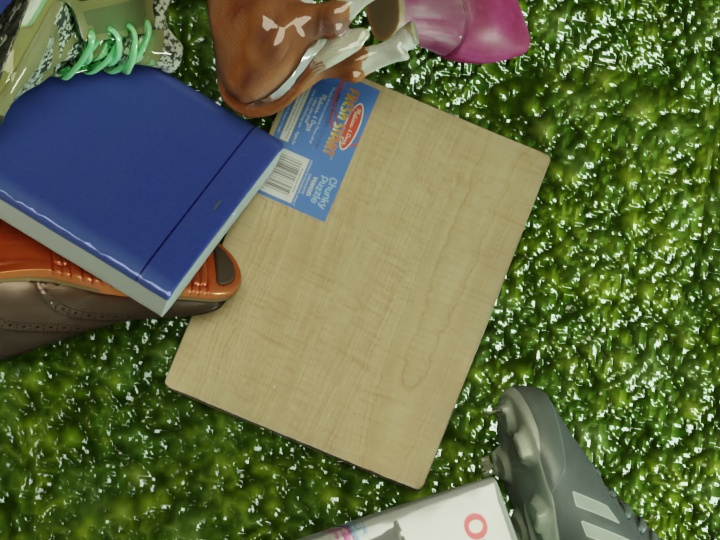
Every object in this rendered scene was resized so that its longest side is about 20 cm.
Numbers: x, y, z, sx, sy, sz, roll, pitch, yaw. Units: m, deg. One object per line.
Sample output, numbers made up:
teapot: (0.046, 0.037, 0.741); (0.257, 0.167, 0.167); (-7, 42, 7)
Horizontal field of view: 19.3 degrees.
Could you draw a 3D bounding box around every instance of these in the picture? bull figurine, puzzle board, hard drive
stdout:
bull figurine: (-0.045, -0.183, 1.115); (0.121, 0.065, 0.201); (-12, 86, 14)
puzzle board: (0.000, 0.000, 1.155); (0.150, 0.017, 0.201); (22, 78, -1)
hard drive: (-0.155, -0.074, 1.107); (0.199, 0.025, 0.132); (31, 48, 4)

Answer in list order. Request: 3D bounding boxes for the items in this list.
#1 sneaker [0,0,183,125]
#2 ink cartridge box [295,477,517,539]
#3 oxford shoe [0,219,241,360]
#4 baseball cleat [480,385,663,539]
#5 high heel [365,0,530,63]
sneaker: (-0.131, -0.131, 1.106); (0.089, 0.077, 0.200); (41, 51, -10)
ink cartridge box: (-0.004, 0.206, 1.085); (0.199, 0.086, 0.148); (-19, 83, -7)
oxford shoe: (-0.164, 0.007, 1.115); (0.199, 0.073, 0.071); (5, 38, -10)
baseball cleat: (0.137, 0.147, 1.127); (0.106, 0.070, 0.201); (-18, 92, -16)
high heel: (0.043, -0.212, 1.181); (0.096, 0.067, 0.201); (5, 65, -34)
